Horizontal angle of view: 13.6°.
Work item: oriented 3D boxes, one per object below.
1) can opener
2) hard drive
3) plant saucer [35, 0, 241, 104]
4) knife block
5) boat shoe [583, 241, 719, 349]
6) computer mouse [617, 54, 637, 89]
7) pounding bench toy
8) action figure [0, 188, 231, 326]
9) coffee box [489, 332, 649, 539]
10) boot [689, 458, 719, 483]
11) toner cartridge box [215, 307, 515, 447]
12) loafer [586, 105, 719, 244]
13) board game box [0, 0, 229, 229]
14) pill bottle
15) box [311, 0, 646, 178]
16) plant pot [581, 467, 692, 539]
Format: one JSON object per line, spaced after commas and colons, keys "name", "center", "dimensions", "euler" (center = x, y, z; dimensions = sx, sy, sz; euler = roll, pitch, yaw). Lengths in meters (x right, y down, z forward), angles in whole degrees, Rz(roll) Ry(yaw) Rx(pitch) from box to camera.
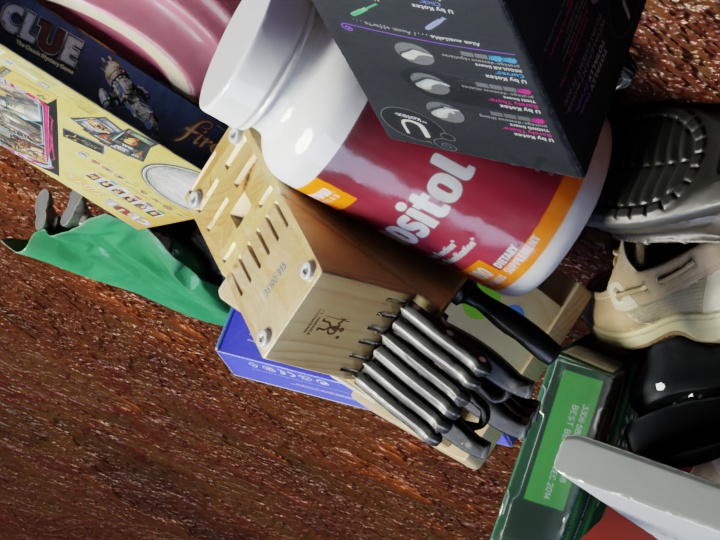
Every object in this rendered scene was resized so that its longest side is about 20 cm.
{"name": "can opener", "center": [0.242, 0.055, 1.709], "dimensions": [0.200, 0.079, 0.063], "euler": [-20, 166, 21]}
{"name": "hard drive", "center": [0.202, 0.145, 1.721], "dimensions": [0.132, 0.027, 0.200], "euler": [19, 172, 27]}
{"name": "plant saucer", "center": [-0.155, -0.143, 1.681], "dimensions": [0.200, 0.051, 0.201], "euler": [20, 161, 7]}
{"name": "knife block", "center": [0.015, 0.010, 1.622], "dimensions": [0.175, 0.064, 0.200], "euler": [15, -148, -37]}
{"name": "boat shoe", "center": [0.178, 0.001, 1.703], "dimensions": [0.065, 0.071, 0.200], "euler": [63, 159, -9]}
{"name": "computer mouse", "center": [0.051, -0.139, 1.517], "dimensions": [0.200, 0.034, 0.059], "euler": [23, 144, -18]}
{"name": "pounding bench toy", "center": [0.000, 0.000, 1.773], "dimensions": [0.156, 0.124, 0.200], "euler": [38, 174, -36]}
{"name": "action figure", "center": [-0.127, -0.002, 2.017], "dimensions": [0.200, 0.055, 0.118], "euler": [27, 160, -36]}
{"name": "coffee box", "center": [0.132, 0.102, 1.808], "dimensions": [0.044, 0.123, 0.200], "euler": [19, -174, 11]}
{"name": "boot", "center": [0.227, 0.095, 1.849], "dimensions": [0.146, 0.070, 0.200], "euler": [20, 147, -34]}
{"name": "toner cartridge box", "center": [0.017, 0.040, 1.916], "dimensions": [0.199, 0.095, 0.043], "euler": [14, 160, 22]}
{"name": "loafer", "center": [0.192, -0.040, 1.549], "dimensions": [0.200, 0.073, 0.071], "euler": [-2, 148, 49]}
{"name": "board game box", "center": [-0.162, -0.091, 1.698], "dimensions": [0.200, 0.035, 0.135], "euler": [32, 158, -29]}
{"name": "pill bottle", "center": [0.022, -0.076, 1.575], "dimensions": [0.200, 0.113, 0.113], "euler": [27, 160, -14]}
{"name": "box", "center": [0.051, -0.146, 1.346], "dimensions": [0.106, 0.123, 0.200], "euler": [13, 158, 23]}
{"name": "plant pot", "center": [0.194, 0.209, 2.068], "dimensions": [0.177, 0.201, 0.201], "euler": [9, 160, 4]}
